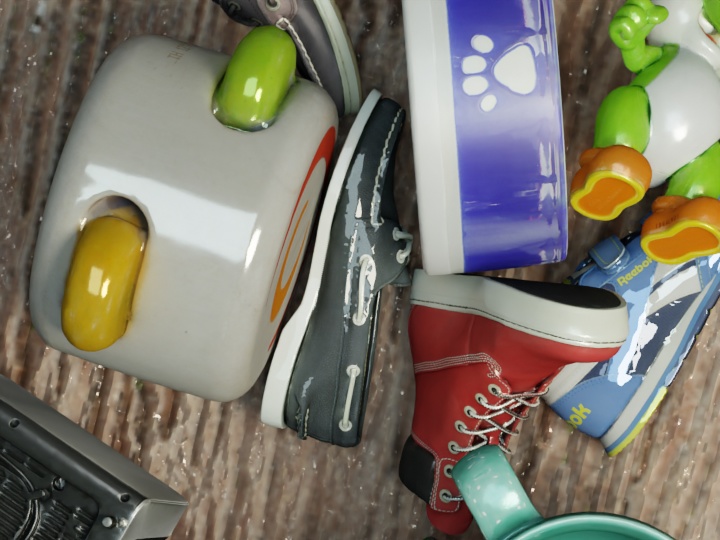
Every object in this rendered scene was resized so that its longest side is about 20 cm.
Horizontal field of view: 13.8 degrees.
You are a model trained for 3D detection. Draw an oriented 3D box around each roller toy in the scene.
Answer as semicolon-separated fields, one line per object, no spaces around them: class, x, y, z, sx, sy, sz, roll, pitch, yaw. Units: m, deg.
roller toy;-0.102;-0.029;1.619;0.139;0.183;0.201;17;72;5

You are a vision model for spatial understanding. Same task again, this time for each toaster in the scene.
toaster;-0.217;0.155;1.604;0.200;0.119;0.181;31;92;18

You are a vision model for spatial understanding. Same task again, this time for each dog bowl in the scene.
dog bowl;0.065;-0.100;1.602;0.078;0.200;0.201;-4;88;2

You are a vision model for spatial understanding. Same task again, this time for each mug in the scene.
mug;0.119;0.185;1.531;0.151;0.114;0.186;2;86;3

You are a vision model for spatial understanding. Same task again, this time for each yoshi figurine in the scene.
yoshi figurine;0.190;-0.111;1.611;0.111;0.113;0.201;8;56;21

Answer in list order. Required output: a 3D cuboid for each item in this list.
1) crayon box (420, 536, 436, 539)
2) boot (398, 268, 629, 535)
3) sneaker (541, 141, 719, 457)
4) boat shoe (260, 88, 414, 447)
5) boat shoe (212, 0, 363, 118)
crayon box;-0.039;0.216;1.639;0.199;0.119;0.058;-26;86;3
boot;0.080;0.076;1.605;0.072;0.200;0.145;7;89;-23
sneaker;0.162;0.001;1.656;0.082;0.074;0.201;30;89;7
boat shoe;0.000;0.000;1.670;0.060;0.076;0.201;17;101;7
boat shoe;-0.059;-0.170;1.657;0.065;0.072;0.201;-27;109;-9
